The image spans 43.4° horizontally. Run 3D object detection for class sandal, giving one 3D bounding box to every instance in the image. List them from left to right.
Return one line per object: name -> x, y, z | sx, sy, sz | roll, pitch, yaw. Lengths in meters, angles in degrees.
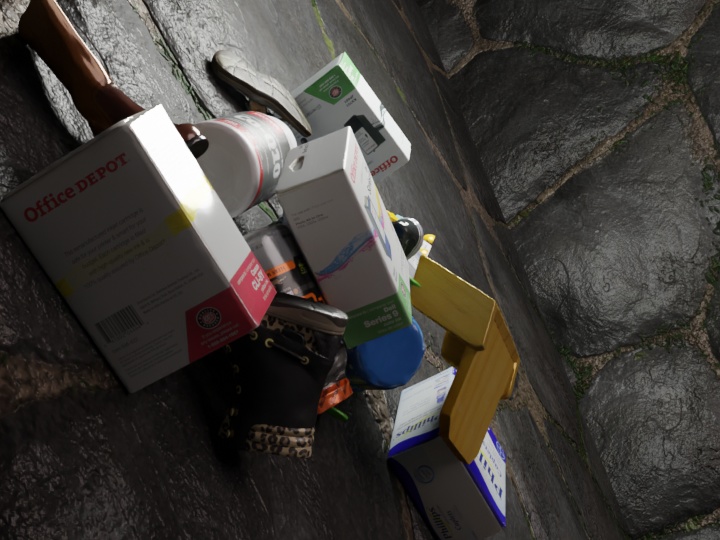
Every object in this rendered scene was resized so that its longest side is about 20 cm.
sandal -> -0.155, -0.260, 1.380 | 0.199, 0.054, 0.082 | 26, 33, -41

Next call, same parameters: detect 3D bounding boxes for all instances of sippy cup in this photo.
sippy cup -> 0.012, 0.092, 1.129 | 0.130, 0.137, 0.181 | -176, -97, -66

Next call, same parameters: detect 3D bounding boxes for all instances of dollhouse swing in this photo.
dollhouse swing -> 0.115, 0.128, 1.234 | 0.181, 0.177, 0.200 | 33, -11, 30

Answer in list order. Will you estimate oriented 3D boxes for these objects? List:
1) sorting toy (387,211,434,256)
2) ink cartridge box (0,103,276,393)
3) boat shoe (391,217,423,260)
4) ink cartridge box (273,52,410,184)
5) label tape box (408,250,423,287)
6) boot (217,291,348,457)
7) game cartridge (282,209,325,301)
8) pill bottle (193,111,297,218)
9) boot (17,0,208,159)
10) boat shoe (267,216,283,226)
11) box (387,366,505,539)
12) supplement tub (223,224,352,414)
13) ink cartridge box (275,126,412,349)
sorting toy -> 0.031, -0.066, 1.604 | 0.180, 0.107, 0.200 | 42, 20, -4
ink cartridge box -> -0.187, -0.019, 0.785 | 0.202, 0.144, 0.084 | 59, 19, -15
boat shoe -> 0.000, 0.000, 1.213 | 0.069, 0.200, 0.056 | 52, 19, 17
ink cartridge box -> -0.026, -0.233, 1.512 | 0.201, 0.146, 0.083 | 50, 21, -18
label tape box -> 0.033, 0.027, 1.342 | 0.063, 0.144, 0.200 | 47, 18, 3
boot -> -0.119, 0.092, 0.895 | 0.073, 0.197, 0.153 | -32, 133, -81
game cartridge -> -0.057, -0.058, 1.163 | 0.201, 0.040, 0.135 | -83, 151, -65
pill bottle -> -0.148, -0.135, 1.110 | 0.115, 0.113, 0.200 | 61, 18, -7
boot -> -0.235, -0.175, 0.851 | 0.202, 0.068, 0.188 | 60, -22, -15
boat shoe -> -0.099, -0.030, 1.192 | 0.072, 0.069, 0.201 | 67, 12, 16
box -> 0.137, 0.281, 1.368 | 0.185, 0.104, 0.200 | 59, 19, -14
supplement tub -> -0.092, 0.063, 0.984 | 0.202, 0.121, 0.122 | 64, 18, 2
ink cartridge box -> -0.014, -0.040, 1.025 | 0.146, 0.086, 0.202 | -86, 153, -64
